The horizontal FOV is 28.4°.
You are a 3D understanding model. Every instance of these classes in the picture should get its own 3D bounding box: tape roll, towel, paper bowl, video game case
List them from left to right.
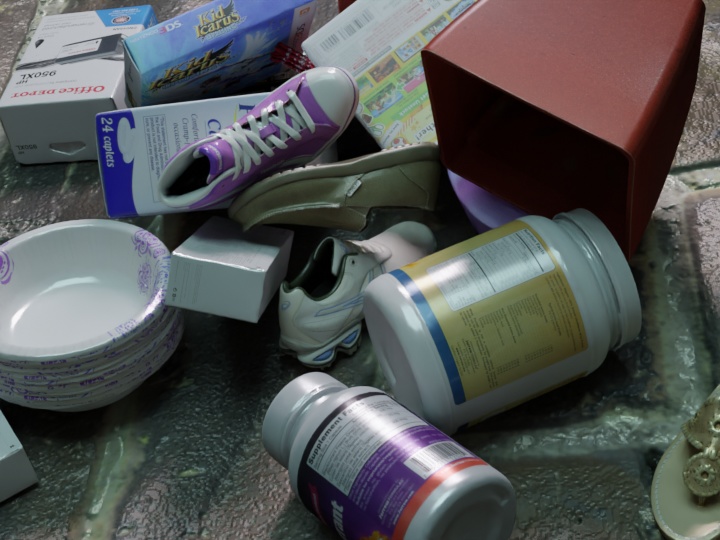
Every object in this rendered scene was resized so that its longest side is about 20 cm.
[{"bbox_3d":[-0.261,0.050,1.306,0.200,0.105,0.201,-3,39,2],"label":"paper bowl"},{"bbox_3d":[-0.149,-0.228,1.488,0.200,0.181,0.046,-26,81,-13],"label":"video game case"},{"bbox_3d":[0.009,-0.171,1.482,0.200,0.145,0.023,36,100,34],"label":"towel"},{"bbox_3d":[0.071,-0.214,1.375,0.200,0.023,0.182,-37,67,0],"label":"video game case"},{"bbox_3d":[0.185,-0.107,1.349,0.200,0.066,0.201,-7,66,15],"label":"tape roll"}]

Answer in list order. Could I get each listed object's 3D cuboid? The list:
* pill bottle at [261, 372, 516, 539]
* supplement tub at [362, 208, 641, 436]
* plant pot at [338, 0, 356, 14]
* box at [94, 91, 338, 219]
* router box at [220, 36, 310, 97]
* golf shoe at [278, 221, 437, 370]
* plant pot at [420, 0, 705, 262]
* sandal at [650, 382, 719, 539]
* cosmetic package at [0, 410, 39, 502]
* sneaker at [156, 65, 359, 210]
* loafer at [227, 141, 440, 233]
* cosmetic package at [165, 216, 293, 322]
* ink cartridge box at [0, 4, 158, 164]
[{"bbox_3d":[0.015,0.159,1.105,0.111,0.112,0.200,-35,44,-25],"label":"pill bottle"},{"bbox_3d":[0.118,0.040,1.192,0.200,0.145,0.145,-22,40,-12],"label":"supplement tub"},{"bbox_3d":[0.066,-0.311,1.555,0.176,0.200,0.200,-1,40,4],"label":"plant pot"},{"bbox_3d":[-0.135,-0.115,1.413,0.200,0.105,0.184,-6,5,10],"label":"box"},{"bbox_3d":[-0.136,-0.193,1.611,0.200,0.051,0.149,-8,41,6],"label":"router box"},{"bbox_3d":[0.000,0.000,1.311,0.078,0.097,0.200,19,48,34],"label":"golf shoe"},{"bbox_3d":[0.190,-0.159,1.222,0.200,0.200,0.176,30,73,21],"label":"plant pot"},{"bbox_3d":[0.285,0.116,1.114,0.078,0.070,0.212,18,48,32],"label":"sandal"},{"bbox_3d":[-0.365,0.137,1.281,0.082,0.051,0.200,-30,42,-15],"label":"cosmetic package"},{"bbox_3d":[-0.091,-0.111,1.257,0.200,0.073,0.114,-35,0,10],"label":"sneaker"},{"bbox_3d":[-0.020,-0.064,1.276,0.200,0.068,0.076,-15,-2,3],"label":"loafer"},{"bbox_3d":[-0.115,-0.003,1.290,0.082,0.051,0.200,9,12,3],"label":"cosmetic package"},{"bbox_3d":[-0.321,-0.219,1.668,0.144,0.084,0.200,-4,41,11],"label":"ink cartridge box"}]
